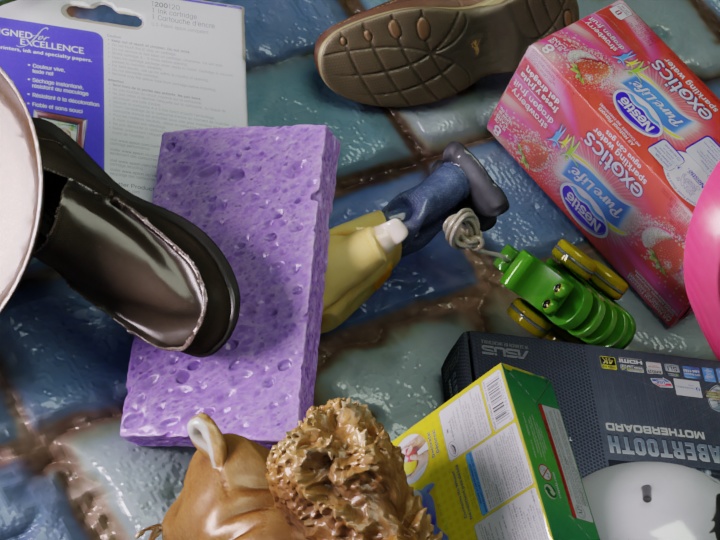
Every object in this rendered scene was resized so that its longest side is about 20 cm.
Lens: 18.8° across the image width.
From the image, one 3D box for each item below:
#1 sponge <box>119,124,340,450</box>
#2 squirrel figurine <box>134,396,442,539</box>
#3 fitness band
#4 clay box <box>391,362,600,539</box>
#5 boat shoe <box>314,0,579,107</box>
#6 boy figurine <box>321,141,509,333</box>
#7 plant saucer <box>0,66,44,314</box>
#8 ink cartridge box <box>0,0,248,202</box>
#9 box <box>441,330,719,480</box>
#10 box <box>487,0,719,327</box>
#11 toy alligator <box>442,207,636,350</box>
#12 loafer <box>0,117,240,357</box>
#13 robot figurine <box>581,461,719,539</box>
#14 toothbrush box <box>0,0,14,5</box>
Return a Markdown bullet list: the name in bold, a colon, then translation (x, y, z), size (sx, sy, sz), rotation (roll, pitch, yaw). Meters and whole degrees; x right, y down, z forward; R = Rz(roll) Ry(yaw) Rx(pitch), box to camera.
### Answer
- **sponge**: translation (-0.076, 0.009, 1.299), size (0.111, 0.030, 0.201), rotation (-1, 68, 18)
- **squirrel figurine**: translation (-0.034, 0.154, 1.169), size (0.141, 0.200, 0.187), rotation (28, 33, -35)
- **fitness band**: translation (0.272, -0.011, 1.423), size (0.037, 0.200, 0.144), rotation (29, 72, 40)
- **clay box**: translation (0.037, 0.153, 1.212), size (0.047, 0.200, 0.115), rotation (18, 45, -40)
- **boat shoe**: translation (0.055, -0.166, 1.537), size (0.199, 0.072, 0.068), rotation (-15, 28, -21)
- **boy figurine**: translation (0.000, 0.000, 1.350), size (0.200, 0.124, 0.064), rotation (-40, 86, -21)
- **plant saucer**: translation (-0.259, -0.037, 1.253), size (0.201, 0.200, 0.032), rotation (55, 16, 22)
- **ink cartridge box**: translation (-0.168, -0.099, 1.404), size (0.197, 0.043, 0.201), rotation (8, 54, -16)
- **box**: translation (0.156, 0.124, 1.359), size (0.199, 0.051, 0.158), rotation (8, 53, -17)
- **box**: translation (0.195, -0.075, 1.497), size (0.100, 0.096, 0.200), rotation (-29, 69, -36)
- **toy alligator**: translation (0.124, 0.015, 1.374), size (0.200, 0.059, 0.054), rotation (29, 11, -48)
- **loafer**: translation (-0.157, -0.014, 1.261), size (0.200, 0.073, 0.071), rotation (35, 22, 21)
- **robot figurine**: translation (0.163, 0.207, 1.209), size (0.124, 0.150, 0.201), rotation (-7, 99, -35)
- **toothbrush box**: translation (-0.190, -0.275, 1.427), size (0.086, 0.146, 0.200), rotation (30, 33, 21)
